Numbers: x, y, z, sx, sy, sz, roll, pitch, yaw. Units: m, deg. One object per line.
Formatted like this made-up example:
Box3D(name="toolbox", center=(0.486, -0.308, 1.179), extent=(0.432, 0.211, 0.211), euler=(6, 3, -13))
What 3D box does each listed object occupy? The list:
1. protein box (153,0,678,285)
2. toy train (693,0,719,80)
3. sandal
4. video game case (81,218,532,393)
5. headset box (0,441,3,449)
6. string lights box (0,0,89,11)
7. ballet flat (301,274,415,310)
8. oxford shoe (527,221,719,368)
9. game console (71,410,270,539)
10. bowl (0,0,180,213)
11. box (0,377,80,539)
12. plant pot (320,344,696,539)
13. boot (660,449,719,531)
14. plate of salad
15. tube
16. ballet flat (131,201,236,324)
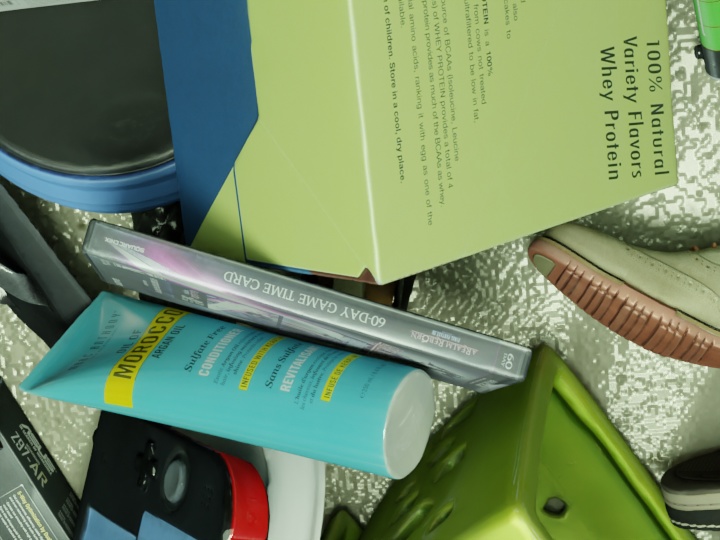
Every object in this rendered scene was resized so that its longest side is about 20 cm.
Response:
Box3D(name="protein box", center=(0.025, -0.118, 0.922), extent=(0.134, 0.199, 0.201), euler=(9, 110, 47))
Box3D(name="toy train", center=(0.175, -0.164, 0.961), extent=(0.056, 0.042, 0.201), euler=(-1, 134, 19))
Box3D(name="sandal", center=(-0.187, -0.004, 1.035), extent=(0.043, 0.076, 0.201), euler=(-47, 109, -21))
Box3D(name="video game case", center=(-0.027, 0.019, 0.940), extent=(0.198, 0.143, 0.019), euler=(17, 84, -2))
Box3D(name="headset box", center=(-0.292, 0.027, 1.042), extent=(0.148, 0.077, 0.202), euler=(-23, 83, 12))
Box3D(name="string lights box", center=(-0.165, -0.228, 0.964), extent=(0.102, 0.059, 0.202), euler=(-6, 81, 6))
Box3D(name="ballet flat", center=(0.000, 0.000, 1.041), extent=(0.067, 0.068, 0.202), euler=(0, 104, 3))
Box3D(name="oxford shoe", center=(0.183, 0.012, 1.041), extent=(0.198, 0.071, 0.074), euler=(24, 80, -1))
Box3D(name="game console", center=(-0.112, 0.177, 1.005), extent=(0.031, 0.176, 0.202), euler=(13, 91, -34))
Box3D(name="bowl", center=(-0.120, -0.131, 0.993), extent=(0.198, 0.039, 0.203), euler=(-1, 81, 8))
Box3D(name="box", center=(-0.229, 0.160, 1.113), extent=(0.159, 0.044, 0.201), euler=(-30, 100, 11))
Box3D(name="plant pot", center=(0.071, 0.191, 1.024), extent=(0.181, 0.199, 0.201), euler=(-34, 101, 19))
Box3D(name="boot", center=(0.257, 0.168, 1.065), extent=(0.198, 0.073, 0.152), euler=(-2, 104, 0))
Box3D(name="plate of salad", center=(-0.064, 0.139, 1.030), extent=(0.048, 0.200, 0.201), euler=(17, 108, -30))
Box3D(name="tube", center=(-0.062, 0.052, 0.970), extent=(0.198, 0.077, 0.051), euler=(11, 127, 27))
Box3D(name="ballet flat", center=(-0.099, -0.037, 1.052), extent=(0.056, 0.066, 0.202), euler=(0, 100, 35))
